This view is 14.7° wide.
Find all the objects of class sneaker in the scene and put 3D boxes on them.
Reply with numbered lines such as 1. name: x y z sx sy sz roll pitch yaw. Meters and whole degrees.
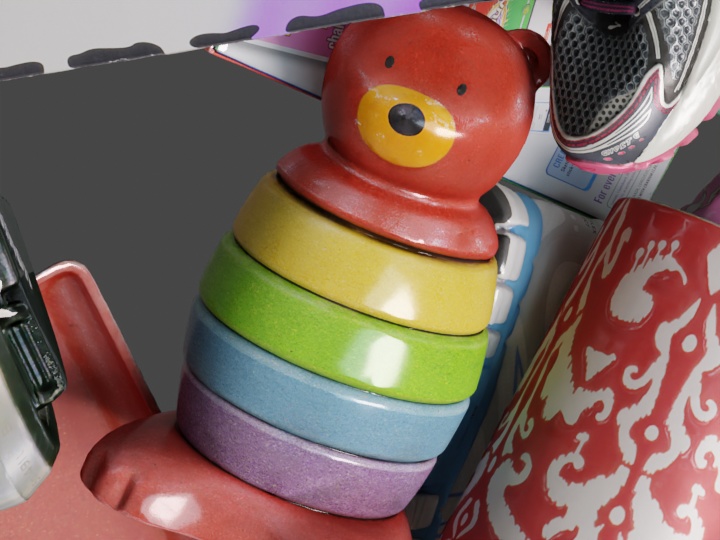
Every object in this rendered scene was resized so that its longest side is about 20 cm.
1. sneaker: 0.046 0.061 1.075 0.086 0.075 0.201 7 120 -33
2. sneaker: 0.086 -0.132 0.922 0.074 0.080 0.201 2 97 -43

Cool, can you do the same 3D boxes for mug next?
1. mug: 0.118 0.095 0.997 0.201 0.177 0.133 -65 164 -5

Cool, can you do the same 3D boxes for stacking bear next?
1. stacking bear: 0.000 0.000 0.979 0.121 0.114 0.201 24 103 10

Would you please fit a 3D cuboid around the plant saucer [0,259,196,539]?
1. plant saucer: -0.155 0.115 1.039 0.199 0.037 0.200 -30 121 -9

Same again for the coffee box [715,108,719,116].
1. coffee box: 0.193 -0.092 1.011 0.199 0.044 0.123 26 98 -22

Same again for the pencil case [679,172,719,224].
1. pencil case: 0.216 -0.047 1.105 0.200 0.087 0.083 -40 102 -1

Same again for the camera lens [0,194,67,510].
1. camera lens: -0.204 0.025 0.894 0.199 0.160 0.161 -20 119 -3

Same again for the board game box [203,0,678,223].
1. board game box: 0.052 -0.117 1.030 0.199 0.040 0.154 23 101 -30

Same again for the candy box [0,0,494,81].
1. candy box: -0.058 -0.160 0.896 0.199 0.072 0.169 -8 119 11
